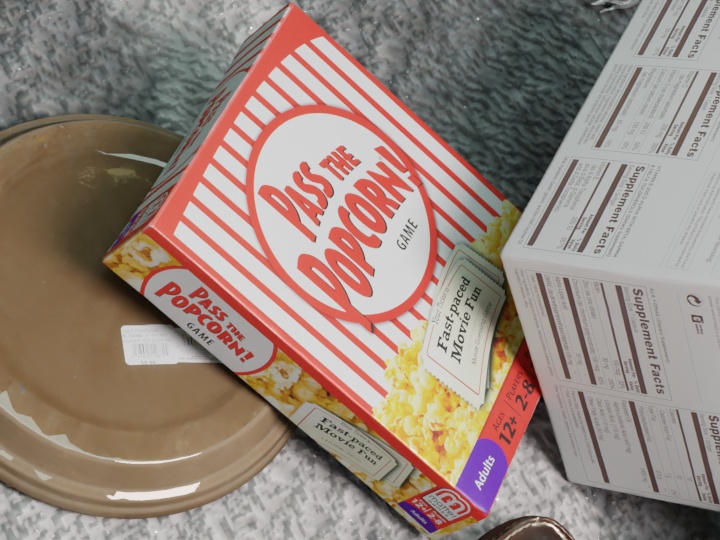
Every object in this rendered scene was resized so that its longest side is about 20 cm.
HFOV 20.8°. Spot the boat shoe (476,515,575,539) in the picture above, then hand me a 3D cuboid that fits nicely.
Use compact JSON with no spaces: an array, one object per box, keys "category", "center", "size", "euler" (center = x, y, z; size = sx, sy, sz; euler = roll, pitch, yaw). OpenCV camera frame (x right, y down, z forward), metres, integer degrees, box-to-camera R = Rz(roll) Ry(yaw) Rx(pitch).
[{"category":"boat shoe","center":[0.043,0.176,0.830],"size":[0.070,0.070,0.200],"euler":[38,54,1]}]

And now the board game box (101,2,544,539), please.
[{"category":"board game box","center":[0.000,0.000,0.891],"size":[0.200,0.046,0.152],"euler":[40,51,-16]}]

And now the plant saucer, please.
[{"category":"plant saucer","center":[-0.108,0.012,0.879],"size":[0.198,0.029,0.202],"euler":[11,59,-19]}]

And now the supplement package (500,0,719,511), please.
[{"category":"supplement package","center":[0.167,-0.014,0.917],"size":[0.110,0.157,0.201],"euler":[9,49,30]}]

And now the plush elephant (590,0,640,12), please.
[{"category":"plush elephant","center":[0.239,-0.192,1.062],"size":[0.198,0.155,0.166],"euler":[1,63,-23]}]
